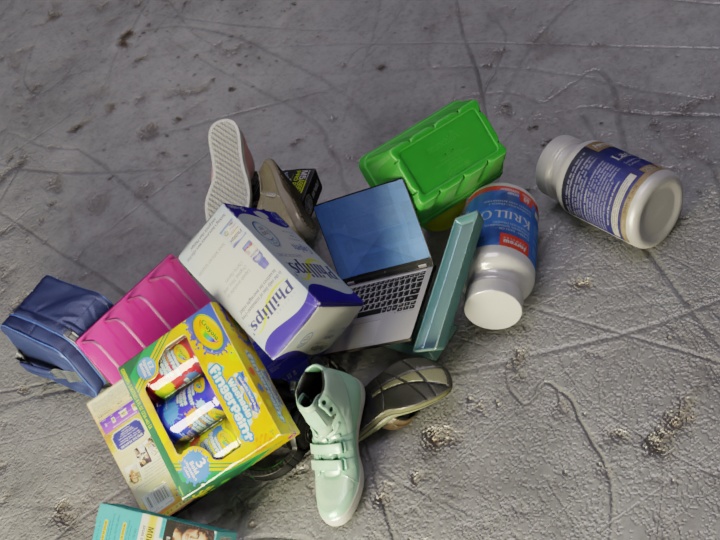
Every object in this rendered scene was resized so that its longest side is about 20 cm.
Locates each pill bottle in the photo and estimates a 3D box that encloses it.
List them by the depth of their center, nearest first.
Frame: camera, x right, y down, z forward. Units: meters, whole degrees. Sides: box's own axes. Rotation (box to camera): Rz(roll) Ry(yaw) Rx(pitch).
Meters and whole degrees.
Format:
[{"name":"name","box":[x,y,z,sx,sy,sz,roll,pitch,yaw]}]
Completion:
[{"name":"pill bottle","box":[0.197,-0.019,1.659,0.111,0.113,0.202,-7,46,18]},{"name":"pill bottle","box":[0.355,-0.120,1.680,0.116,0.116,0.199,-41,45,-17]}]

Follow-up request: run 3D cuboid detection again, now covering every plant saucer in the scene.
[{"name":"plant saucer","box":[0.123,0.018,1.588,0.070,0.019,0.202,-18,50,67]},{"name":"plant saucer","box":[0.043,0.079,1.705,0.198,0.019,0.070,16,57,35]}]

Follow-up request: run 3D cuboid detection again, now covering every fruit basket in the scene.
[{"name":"fruit basket","box":[0.109,-0.143,1.736,0.214,0.157,0.216,-32,-2,-1]}]

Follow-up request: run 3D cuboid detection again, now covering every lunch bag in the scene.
[{"name":"lunch bag","box":[-0.470,0.107,1.830,0.198,0.137,0.133,14,54,36]}]

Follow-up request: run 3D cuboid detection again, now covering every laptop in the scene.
[{"name":"laptop","box":[0.000,0.000,1.662,0.186,0.116,0.202,-14,45,43]}]

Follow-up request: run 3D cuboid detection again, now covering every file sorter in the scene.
[{"name":"file sorter","box":[-0.295,0.090,1.730,0.200,0.139,0.125,-45,14,-20]}]

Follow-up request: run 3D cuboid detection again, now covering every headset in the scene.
[{"name":"headset","box":[-0.099,0.203,1.623,0.123,0.094,0.200,38,86,33]}]

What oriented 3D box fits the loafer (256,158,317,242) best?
[{"name":"loafer","box":[-0.127,-0.101,1.766,0.068,0.076,0.201,-36,37,6]}]

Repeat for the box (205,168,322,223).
[{"name":"box","box":[-0.162,-0.079,1.848,0.158,0.045,0.201,-1,45,20]}]

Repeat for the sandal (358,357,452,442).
[{"name":"sandal","box":[0.038,0.184,1.581,0.200,0.057,0.080,-30,46,17]}]

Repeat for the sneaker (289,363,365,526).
[{"name":"sneaker","box":[-0.051,0.222,1.506,0.073,0.118,0.203,-11,64,31]}]

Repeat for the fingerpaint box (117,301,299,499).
[{"name":"fingerpaint box","box":[-0.202,0.171,1.535,0.166,0.073,0.202,-33,75,13]}]

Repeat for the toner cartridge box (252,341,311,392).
[{"name":"toner cartridge box","box":[-0.170,0.170,1.696,0.199,0.043,0.095,-34,42,-9]}]

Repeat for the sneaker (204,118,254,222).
[{"name":"sneaker","box":[-0.201,-0.129,1.840,0.074,0.105,0.203,-5,72,5]}]

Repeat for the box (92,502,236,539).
[{"name":"box","box":[-0.261,0.364,1.522,0.198,0.049,0.084,5,79,30]}]

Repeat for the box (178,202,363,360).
[{"name":"box","box":[-0.118,0.015,1.597,0.200,0.184,0.105,45,103,15]}]

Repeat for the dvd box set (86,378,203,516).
[{"name":"dvd box set","box":[-0.273,0.231,1.605,0.145,0.029,0.201,-34,75,5]}]
